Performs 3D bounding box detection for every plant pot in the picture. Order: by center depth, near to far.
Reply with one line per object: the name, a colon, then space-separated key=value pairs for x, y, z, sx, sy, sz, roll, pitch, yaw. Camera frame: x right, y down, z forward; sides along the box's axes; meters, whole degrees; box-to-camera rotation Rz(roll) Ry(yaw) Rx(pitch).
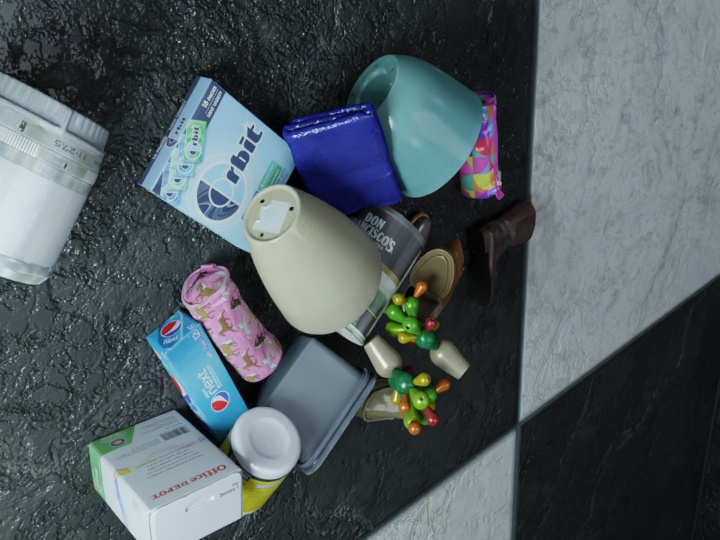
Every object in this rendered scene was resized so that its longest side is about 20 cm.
plant pot: x=-0.085 y=-0.033 z=1.108 sx=0.189 sy=0.185 sz=0.200 roll=-56 pitch=147 yaw=-11
plant pot: x=0.071 y=-0.246 z=1.207 sx=0.159 sy=0.199 sz=0.204 roll=29 pitch=86 yaw=-33

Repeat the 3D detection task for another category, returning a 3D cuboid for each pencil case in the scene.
pencil case: x=-0.194 y=0.081 z=1.150 sx=0.082 sy=0.087 sz=0.202 roll=-34 pitch=131 yaw=-5
pencil case: x=0.229 y=-0.237 z=1.441 sx=0.088 sy=0.087 sz=0.204 roll=-32 pitch=126 yaw=-31

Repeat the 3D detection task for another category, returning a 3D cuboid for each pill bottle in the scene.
pill bottle: x=-0.178 y=0.312 z=1.187 sx=0.111 sy=0.114 sz=0.201 roll=-13 pitch=149 yaw=-40

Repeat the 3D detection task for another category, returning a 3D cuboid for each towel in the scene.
towel: x=-0.025 y=-0.166 z=1.147 sx=0.144 sy=0.050 sz=0.201 roll=-13 pitch=143 yaw=8

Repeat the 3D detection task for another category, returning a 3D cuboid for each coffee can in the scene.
coffee can: x=0.000 y=0.000 z=1.262 sx=0.202 sy=0.145 sz=0.146 roll=-56 pitch=135 yaw=-11

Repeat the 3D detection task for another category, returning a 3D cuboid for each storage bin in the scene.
storage bin: x=-0.093 y=0.213 z=1.281 sx=0.134 sy=0.145 sz=0.201 roll=42 pitch=75 yaw=-17

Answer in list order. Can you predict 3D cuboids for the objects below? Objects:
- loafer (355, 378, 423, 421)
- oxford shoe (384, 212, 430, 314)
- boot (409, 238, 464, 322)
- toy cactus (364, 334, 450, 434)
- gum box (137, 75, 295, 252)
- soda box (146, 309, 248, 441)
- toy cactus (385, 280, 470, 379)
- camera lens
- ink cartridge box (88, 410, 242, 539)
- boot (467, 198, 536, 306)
loafer: x=0.068 y=0.257 z=1.490 sx=0.197 sy=0.067 sz=0.078 roll=-5 pitch=110 yaw=-43
oxford shoe: x=0.102 y=-0.005 z=1.413 sx=0.070 sy=0.072 sz=0.205 roll=11 pitch=98 yaw=-46
boot: x=0.147 y=-0.008 z=1.336 sx=0.155 sy=0.073 sz=0.202 roll=-52 pitch=166 yaw=-37
toy cactus: x=0.074 y=0.175 z=1.222 sx=0.102 sy=0.200 sz=0.166 roll=-38 pitch=92 yaw=5
gum box: x=-0.196 y=-0.147 z=1.082 sx=0.199 sy=0.044 sz=0.173 roll=35 pitch=81 yaw=-46
soda box: x=-0.244 y=0.162 z=1.146 sx=0.068 sy=0.064 sz=0.203 roll=-40 pitch=130 yaw=-25
toy cactus: x=0.115 y=0.106 z=1.241 sx=0.103 sy=0.164 sz=0.200 roll=-47 pitch=170 yaw=-10
camera lens: x=-0.387 y=-0.097 z=0.831 sx=0.159 sy=0.158 sz=0.204 roll=28 pitch=86 yaw=-46
ink cartridge box: x=-0.277 y=0.298 z=1.070 sx=0.143 sy=0.198 sz=0.086 roll=-16 pitch=117 yaw=-38
boot: x=0.314 y=-0.040 z=1.625 sx=0.198 sy=0.063 sz=0.191 roll=-29 pitch=127 yaw=-39
